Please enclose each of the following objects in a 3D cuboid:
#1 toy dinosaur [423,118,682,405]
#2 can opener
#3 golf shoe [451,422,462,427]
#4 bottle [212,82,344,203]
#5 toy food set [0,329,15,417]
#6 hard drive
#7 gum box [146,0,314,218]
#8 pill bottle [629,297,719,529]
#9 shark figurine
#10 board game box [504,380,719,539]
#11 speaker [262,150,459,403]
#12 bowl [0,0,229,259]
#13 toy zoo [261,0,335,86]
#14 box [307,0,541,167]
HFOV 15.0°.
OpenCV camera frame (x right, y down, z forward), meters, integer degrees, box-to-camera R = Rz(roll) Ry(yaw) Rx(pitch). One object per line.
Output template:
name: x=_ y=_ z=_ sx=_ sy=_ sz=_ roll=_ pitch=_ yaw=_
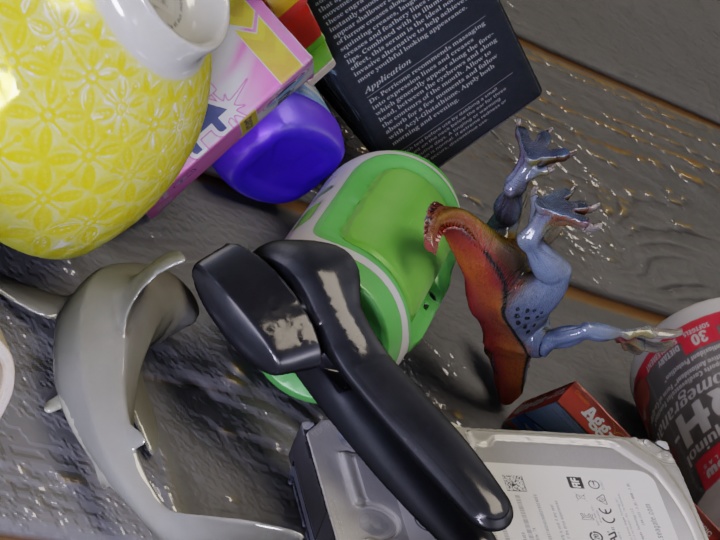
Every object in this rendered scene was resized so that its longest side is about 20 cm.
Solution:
toy dinosaur: x=0.075 y=0.009 z=1.508 sx=0.200 sy=0.182 sz=0.105 roll=-7 pitch=46 yaw=-30
can opener: x=0.001 y=0.061 z=1.293 sx=0.079 sy=0.063 sz=0.200 roll=-31 pitch=68 yaw=-26
golf shoe: x=0.108 y=0.136 z=1.418 sx=0.200 sy=0.088 sz=0.077 roll=43 pitch=25 yaw=-8
bottle: x=-0.081 y=-0.131 z=1.540 sx=0.083 sy=0.065 sz=0.200 roll=24 pitch=31 yaw=-54
toy food set: x=-0.237 y=-0.020 z=1.114 sx=0.200 sy=0.060 sz=0.144 roll=32 pitch=15 yaw=-35
hard drive: x=0.074 y=0.134 z=1.311 sx=0.200 sy=0.038 sz=0.140 roll=4 pitch=40 yaw=-19
gum box: x=-0.131 y=-0.139 z=1.383 sx=0.200 sy=0.113 sz=0.066 roll=48 pitch=-3 yaw=2
pill bottle: x=0.240 y=0.119 z=1.644 sx=0.111 sy=0.111 sz=0.200 roll=30 pitch=28 yaw=-36
shark figurine: x=-0.096 y=0.040 z=1.215 sx=0.128 sy=0.090 sz=0.215 roll=31 pitch=26 yaw=-31
board game box: x=0.168 y=0.144 z=1.520 sx=0.200 sy=0.019 sz=0.103 roll=46 pitch=-17 yaw=-3
speaker: x=0.000 y=0.000 z=1.448 sx=0.088 sy=0.088 sz=0.200 roll=45 pitch=23 yaw=-5
bowl: x=-0.125 y=-0.116 z=1.236 sx=0.200 sy=0.108 sz=0.200 roll=39 pitch=39 yaw=-41
toy zoo: x=-0.076 y=-0.176 z=1.409 sx=0.131 sy=0.020 sz=0.200 roll=47 pitch=-4 yaw=16
box: x=0.000 y=-0.172 z=1.580 sx=0.148 sy=0.107 sz=0.200 roll=52 pitch=-5 yaw=41
